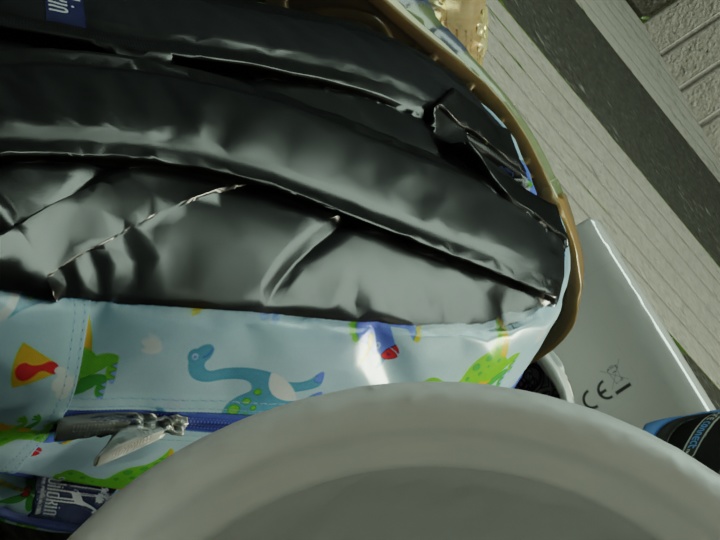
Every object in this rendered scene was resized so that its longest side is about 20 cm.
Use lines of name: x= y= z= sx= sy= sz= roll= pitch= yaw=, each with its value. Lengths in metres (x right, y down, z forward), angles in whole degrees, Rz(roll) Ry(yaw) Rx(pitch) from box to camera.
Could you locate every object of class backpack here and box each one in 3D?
backpack: x=-0.046 y=-0.005 z=0.739 sx=0.164 sy=0.199 sz=0.154 roll=-115 pitch=-154 yaw=-47

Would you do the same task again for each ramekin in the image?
ramekin: x=0.017 y=0.121 z=0.622 sx=0.201 sy=0.200 sz=0.098 roll=57 pitch=4 yaw=-1

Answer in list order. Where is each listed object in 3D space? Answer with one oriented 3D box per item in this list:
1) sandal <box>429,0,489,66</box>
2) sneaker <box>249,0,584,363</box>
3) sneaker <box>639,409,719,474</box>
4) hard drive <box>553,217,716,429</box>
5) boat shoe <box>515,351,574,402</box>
sandal: x=0.006 y=-0.087 z=0.911 sx=0.212 sy=0.069 sz=0.078 roll=60 pitch=12 yaw=16
sneaker: x=-0.001 y=-0.069 z=0.837 sx=0.200 sy=0.067 sz=0.090 roll=49 pitch=21 yaw=-21
sneaker: x=0.127 y=0.116 z=0.781 sx=0.071 sy=0.082 sz=0.200 roll=61 pitch=12 yaw=-52
hard drive: x=0.088 y=0.100 z=1.115 sx=0.201 sy=0.131 sz=0.026 roll=59 pitch=11 yaw=10
boat shoe: x=0.000 y=0.000 z=1.076 sx=0.200 sy=0.072 sz=0.069 roll=47 pitch=-12 yaw=4
